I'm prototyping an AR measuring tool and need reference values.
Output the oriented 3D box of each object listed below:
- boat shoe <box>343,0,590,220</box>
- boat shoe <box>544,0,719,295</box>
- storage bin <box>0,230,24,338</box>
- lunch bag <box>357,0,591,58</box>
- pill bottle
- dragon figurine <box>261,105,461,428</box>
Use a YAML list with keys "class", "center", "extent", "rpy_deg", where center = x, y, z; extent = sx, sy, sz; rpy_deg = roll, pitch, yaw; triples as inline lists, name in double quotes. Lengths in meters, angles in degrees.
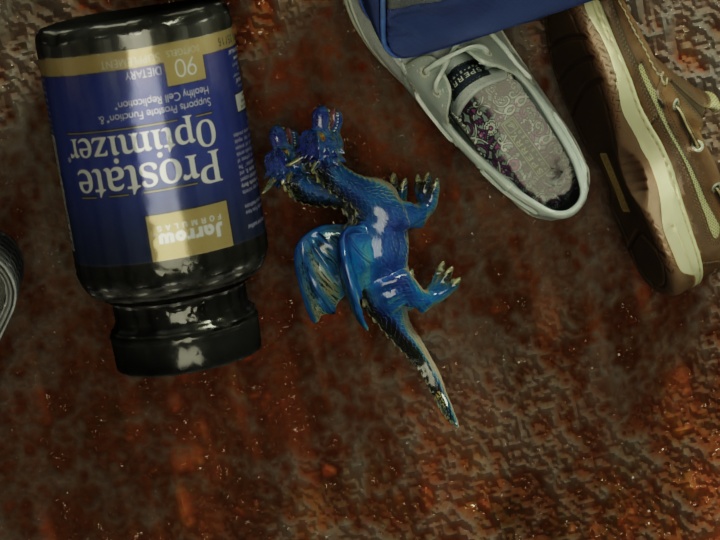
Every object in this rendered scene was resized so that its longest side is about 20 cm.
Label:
- class: "boat shoe"
  center: [0.066, -0.110, 1.271]
  extent: [0.070, 0.072, 0.201]
  rpy_deg: [-41, 100, 3]
- class: "boat shoe"
  center: [0.171, -0.090, 1.294]
  extent: [0.075, 0.075, 0.203]
  rpy_deg: [-26, 108, -15]
- class: "storage bin"
  center: [-0.303, 0.014, 1.245]
  extent: [0.200, 0.094, 0.135]
  rpy_deg: [24, 96, -10]
- class: "lunch bag"
  center: [0.078, -0.206, 1.193]
  extent: [0.200, 0.136, 0.132]
  rpy_deg: [-19, 57, -11]
- class: "pill bottle"
  center: [-0.113, -0.047, 1.245]
  extent: [0.112, 0.112, 0.200]
  rpy_deg: [-10, 101, -4]
- class: "dragon figurine"
  center: [0.000, 0.000, 1.270]
  extent: [0.099, 0.059, 0.200]
  rpy_deg: [-15, 102, -35]
